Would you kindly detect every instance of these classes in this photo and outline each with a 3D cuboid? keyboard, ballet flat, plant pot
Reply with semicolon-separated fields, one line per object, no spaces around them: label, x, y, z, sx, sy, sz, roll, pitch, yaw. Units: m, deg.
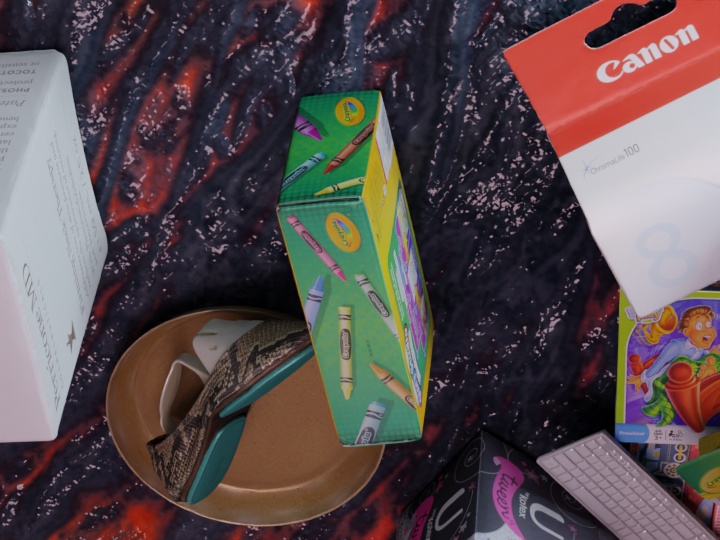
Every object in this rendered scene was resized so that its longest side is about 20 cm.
keyboard;0.201;0.174;1.782;0.056;0.011;0.200;-29;129;24
ballet flat;-0.096;0.080;1.719;0.075;0.068;0.200;48;133;13
plant pot;-0.079;0.098;1.789;0.198;0.028;0.201;4;128;5

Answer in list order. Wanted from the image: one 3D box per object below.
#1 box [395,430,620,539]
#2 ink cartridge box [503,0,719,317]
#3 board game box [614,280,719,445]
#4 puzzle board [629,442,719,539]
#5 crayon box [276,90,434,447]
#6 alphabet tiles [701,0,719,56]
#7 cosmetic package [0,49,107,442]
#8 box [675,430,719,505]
box;0.099;0.234;1.761;0.132;0.201;0.115;31;124;-17
ink cartridge box;0.201;-0.085;1.572;0.159;0.047;0.200;-26;123;11
board game box;0.270;0.054;1.698;0.198;0.045;0.135;2;128;6
puzzle board;0.262;0.184;1.819;0.150;0.017;0.201;4;129;4
crayon box;0.000;0.000;1.644;0.058;0.119;0.201;-6;127;11
alphabet tiles;0.291;-0.109;1.595;0.165;0.006;0.201;9;128;0
cosmetic package;-0.268;-0.014;1.616;0.165;0.201;0.168;-2;128;9
box;0.315;0.141;1.704;0.199;0.049;0.117;25;145;-35
